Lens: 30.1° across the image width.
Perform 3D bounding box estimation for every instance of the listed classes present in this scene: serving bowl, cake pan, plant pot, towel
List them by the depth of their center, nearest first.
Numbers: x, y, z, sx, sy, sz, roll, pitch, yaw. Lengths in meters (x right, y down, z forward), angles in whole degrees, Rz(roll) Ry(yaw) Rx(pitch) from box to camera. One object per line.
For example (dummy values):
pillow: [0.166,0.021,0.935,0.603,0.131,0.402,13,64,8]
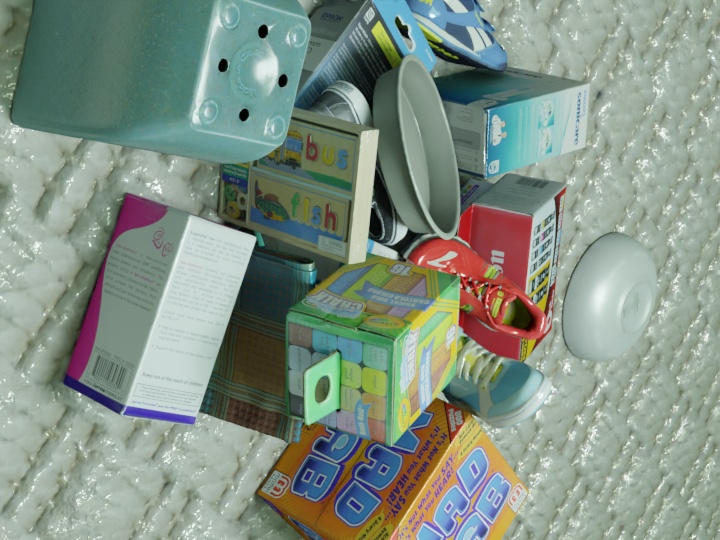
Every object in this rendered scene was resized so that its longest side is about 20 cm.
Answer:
plant pot: [-0.160,-0.191,1.196,0.196,0.200,0.197,6,101,-48]
towel: [-0.117,0.070,1.392,0.022,0.146,0.201,-24,124,-59]
cake pan: [0.060,-0.128,1.424,0.200,0.037,0.201,-11,90,-72]
serving bowl: [0.387,0.047,2.003,0.200,0.066,0.201,-20,120,-41]

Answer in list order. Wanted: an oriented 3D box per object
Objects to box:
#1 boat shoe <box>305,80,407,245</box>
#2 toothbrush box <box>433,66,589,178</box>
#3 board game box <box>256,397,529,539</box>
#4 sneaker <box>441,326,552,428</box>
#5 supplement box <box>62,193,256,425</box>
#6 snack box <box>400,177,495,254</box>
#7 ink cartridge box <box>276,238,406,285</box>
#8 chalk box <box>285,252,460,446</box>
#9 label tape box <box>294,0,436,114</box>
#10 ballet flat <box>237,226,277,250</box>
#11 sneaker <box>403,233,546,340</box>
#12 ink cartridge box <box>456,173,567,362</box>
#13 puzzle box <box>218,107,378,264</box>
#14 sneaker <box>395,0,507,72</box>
boat shoe: [-0.008,-0.098,1.403,0.068,0.072,0.201,-44,134,-28]
toothbrush box: [0.157,-0.182,1.593,0.200,0.146,0.086,-21,120,-43]
board game box: [0.042,0.267,1.603,0.200,0.199,0.200,-55,137,-17]
sneaker: [0.119,0.105,1.495,0.131,0.200,0.080,46,71,-19]
supplement box: [-0.198,0.038,1.320,0.103,0.101,0.201,16,93,-50]
snack box: [0.118,0.000,1.693,0.200,0.053,0.143,-46,136,-28]
ink cartridge box: [0.000,0.000,1.513,0.200,0.116,0.068,23,88,-49]
chalk box: [0.004,0.084,1.331,0.200,0.123,0.125,-42,140,-52]
label tape box: [-0.014,-0.207,1.455,0.200,0.066,0.143,-56,139,-19]
ballet flat: [-0.106,0.046,1.443,0.068,0.068,0.201,-18,123,-14]
sneaker: [0.135,0.020,1.496,0.200,0.085,0.077,27,93,-31]
ink cartridge box: [0.177,0.006,1.621,0.176,0.084,0.201,-38,135,-57]
puzzle box: [-0.066,-0.095,1.338,0.025,0.200,0.134,-10,111,-45]
sneaker: [0.117,-0.288,1.563,0.200,0.074,0.083,21,85,-52]
